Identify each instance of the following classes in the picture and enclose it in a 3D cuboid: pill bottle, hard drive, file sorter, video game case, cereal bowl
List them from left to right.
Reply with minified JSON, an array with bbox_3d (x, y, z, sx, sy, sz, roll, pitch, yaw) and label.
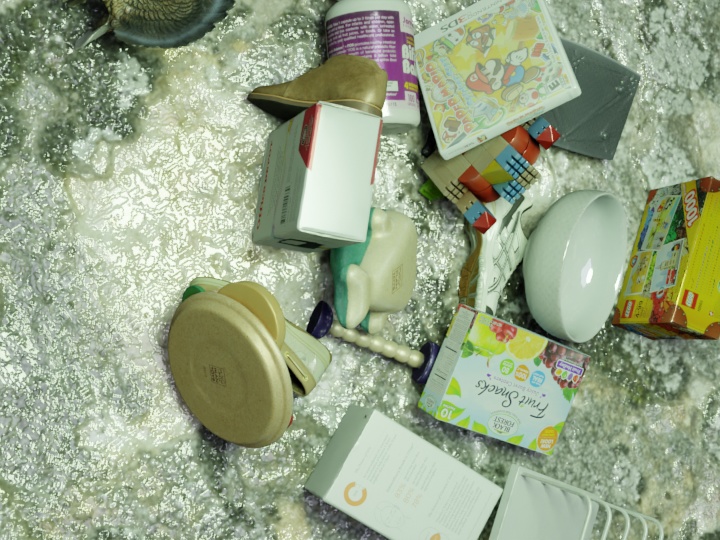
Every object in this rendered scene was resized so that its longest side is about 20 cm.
[{"bbox_3d":[0.013,-0.274,1.333,0.112,0.112,0.201,-4,89,-17],"label":"pill bottle"},{"bbox_3d":[0.159,-0.253,1.322,0.181,0.023,0.201,-25,55,18],"label":"video game case"},{"bbox_3d":[0.269,-0.234,1.426,0.199,0.042,0.135,15,96,-24],"label":"hard drive"},{"bbox_3d":[0.269,-0.010,1.388,0.200,0.083,0.201,-21,117,-50],"label":"cereal bowl"},{"bbox_3d":[0.271,0.344,1.335,0.200,0.124,0.139,27,79,-43],"label":"file sorter"}]

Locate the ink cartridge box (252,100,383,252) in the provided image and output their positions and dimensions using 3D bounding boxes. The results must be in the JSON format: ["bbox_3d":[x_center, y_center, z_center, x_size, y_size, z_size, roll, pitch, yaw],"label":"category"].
[{"bbox_3d":[-0.054,-0.103,1.258,0.082,0.200,0.146,10,84,-19],"label":"ink cartridge box"}]

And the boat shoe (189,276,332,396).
[{"bbox_3d":[-0.126,0.080,1.285,0.200,0.074,0.067,33,58,-13],"label":"boat shoe"}]

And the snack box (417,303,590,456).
[{"bbox_3d":[0.185,0.141,1.360,0.199,0.053,0.143,21,93,-30],"label":"snack box"}]

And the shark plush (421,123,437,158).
[{"bbox_3d":[0.142,-0.235,1.398,0.083,0.091,0.201,37,68,-44],"label":"shark plush"}]

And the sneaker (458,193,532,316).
[{"bbox_3d":[0.182,-0.012,1.391,0.087,0.076,0.201,9,85,-17],"label":"sneaker"}]

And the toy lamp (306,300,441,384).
[{"bbox_3d":[0.032,0.095,1.350,0.199,0.058,0.058,24,80,-14],"label":"toy lamp"}]

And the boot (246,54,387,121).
[{"bbox_3d":[-0.049,-0.215,1.283,0.074,0.199,0.076,25,76,-53],"label":"boot"}]

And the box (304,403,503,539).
[{"bbox_3d":[0.052,0.270,1.324,0.200,0.097,0.125,34,78,-14],"label":"box"}]

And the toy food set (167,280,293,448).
[{"bbox_3d":[-0.149,0.110,1.230,0.049,0.197,0.201,-30,106,-46],"label":"toy food set"}]

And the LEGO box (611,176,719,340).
[{"bbox_3d":[0.430,-0.012,1.431,0.077,0.149,0.201,21,81,-15],"label":"LEGO box"}]

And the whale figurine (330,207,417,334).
[{"bbox_3d":[0.000,0.000,1.284,0.103,0.200,0.160,9,113,19],"label":"whale figurine"}]

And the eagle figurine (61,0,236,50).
[{"bbox_3d":[-0.238,-0.318,1.236,0.199,0.151,0.152,17,71,-8],"label":"eagle figurine"}]

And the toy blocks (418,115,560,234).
[{"bbox_3d":[0.166,-0.139,1.321,0.200,0.137,0.100,-46,128,11],"label":"toy blocks"}]
